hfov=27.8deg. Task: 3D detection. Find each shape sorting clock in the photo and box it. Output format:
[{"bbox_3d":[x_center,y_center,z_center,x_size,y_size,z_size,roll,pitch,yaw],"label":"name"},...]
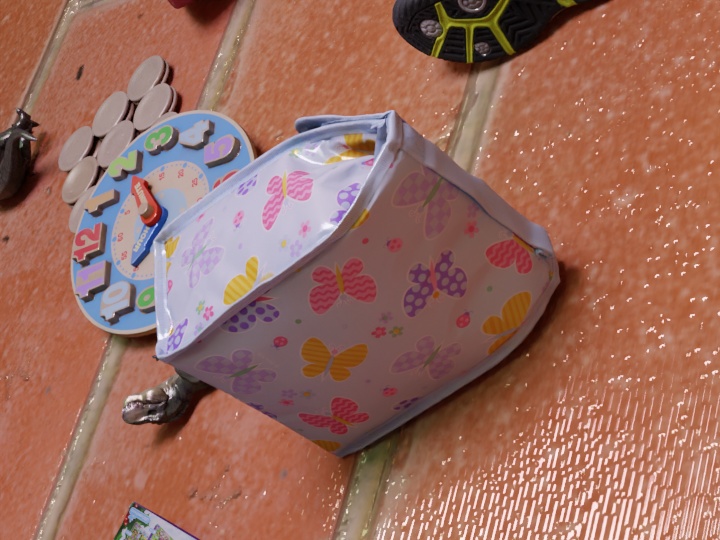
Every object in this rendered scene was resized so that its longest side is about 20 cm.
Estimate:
[{"bbox_3d":[-0.163,-0.042,1.180,0.199,0.039,0.202,-22,54,33],"label":"shape sorting clock"}]

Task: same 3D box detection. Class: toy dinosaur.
[{"bbox_3d":[-0.361,-0.106,1.454,0.199,0.077,0.103,6,78,44],"label":"toy dinosaur"},{"bbox_3d":[-0.105,0.030,1.068,0.200,0.047,0.088,-43,61,14],"label":"toy dinosaur"}]

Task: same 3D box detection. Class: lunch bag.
[{"bbox_3d":[0.000,0.000,0.877,0.199,0.169,0.128,-33,43,30],"label":"lunch bag"}]

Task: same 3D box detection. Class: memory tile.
[{"bbox_3d":[-0.213,-0.098,1.316,0.153,0.017,0.201,-42,39,16],"label":"memory tile"}]

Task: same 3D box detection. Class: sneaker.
[{"bbox_3d":[0.114,-0.208,1.006,0.198,0.076,0.077,-19,41,24],"label":"sneaker"}]

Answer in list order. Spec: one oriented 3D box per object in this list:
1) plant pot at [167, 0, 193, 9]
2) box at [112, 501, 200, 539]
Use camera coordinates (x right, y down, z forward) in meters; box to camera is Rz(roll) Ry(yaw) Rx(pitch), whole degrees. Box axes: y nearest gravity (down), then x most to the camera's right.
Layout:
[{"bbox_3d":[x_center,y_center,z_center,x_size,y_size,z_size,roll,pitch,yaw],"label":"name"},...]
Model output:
[{"bbox_3d":[-0.147,-0.370,1.326,0.178,0.201,0.201,-32,39,3],"label":"plant pot"},{"bbox_3d":[-0.118,0.243,0.925,0.199,0.039,0.138,16,73,51],"label":"box"}]
